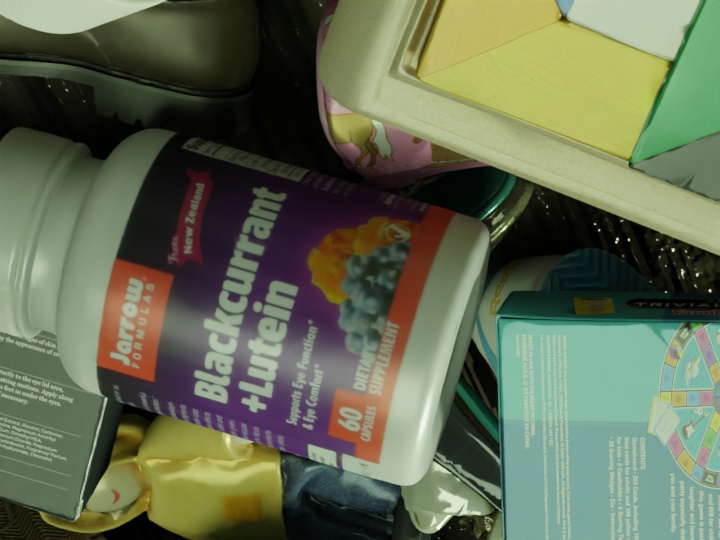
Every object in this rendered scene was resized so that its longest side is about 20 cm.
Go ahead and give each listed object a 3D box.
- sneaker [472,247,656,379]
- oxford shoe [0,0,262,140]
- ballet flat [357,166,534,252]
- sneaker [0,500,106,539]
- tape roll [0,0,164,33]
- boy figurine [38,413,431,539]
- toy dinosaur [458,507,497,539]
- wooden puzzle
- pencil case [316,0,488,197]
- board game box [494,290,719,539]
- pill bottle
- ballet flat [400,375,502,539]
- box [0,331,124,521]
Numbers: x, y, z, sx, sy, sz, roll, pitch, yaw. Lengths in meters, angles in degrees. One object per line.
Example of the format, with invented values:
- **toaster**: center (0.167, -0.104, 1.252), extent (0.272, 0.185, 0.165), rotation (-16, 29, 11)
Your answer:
- **sneaker**: center (0.126, 0.069, 1.092), extent (0.200, 0.077, 0.081), rotation (52, 155, -19)
- **oxford shoe**: center (-0.135, -0.122, 1.019), extent (0.198, 0.073, 0.085), rotation (13, 116, 0)
- **ballet flat**: center (0.000, 0.000, 1.077), extent (0.199, 0.072, 0.072), rotation (-22, 120, 24)
- **sneaker**: center (-0.131, 0.196, 1.206), extent (0.070, 0.200, 0.109), rotation (-21, 134, -14)
- **tape roll**: center (-0.118, -0.186, 0.868), extent (0.037, 0.203, 0.203), rotation (-16, 123, 26)
- **boy figurine**: center (-0.062, 0.102, 1.174), extent (0.198, 0.065, 0.125), rotation (10, 143, 4)
- **toy dinosaur**: center (0.098, 0.182, 1.212), extent (0.088, 0.048, 0.201), rotation (13, 133, 24)
- **wooden puzzle**: center (0.100, -0.106, 0.888), extent (0.199, 0.037, 0.186), rotation (23, 118, 2)
- **pencil case**: center (0.084, -0.084, 0.973), extent (0.198, 0.083, 0.087), rotation (-7, 126, 19)
- **board game box**: center (0.157, 0.087, 0.991), extent (0.198, 0.047, 0.152), rotation (1, 103, 12)
- **pill bottle**: center (-0.056, 0.007, 0.985), extent (0.199, 0.112, 0.112), rotation (16, 131, 7)
- **ballet flat**: center (0.064, 0.108, 1.113), extent (0.200, 0.073, 0.073), rotation (43, 128, -2)
- **box**: center (-0.198, 0.010, 1.099), extent (0.199, 0.079, 0.142), rotation (16, 108, 2)
